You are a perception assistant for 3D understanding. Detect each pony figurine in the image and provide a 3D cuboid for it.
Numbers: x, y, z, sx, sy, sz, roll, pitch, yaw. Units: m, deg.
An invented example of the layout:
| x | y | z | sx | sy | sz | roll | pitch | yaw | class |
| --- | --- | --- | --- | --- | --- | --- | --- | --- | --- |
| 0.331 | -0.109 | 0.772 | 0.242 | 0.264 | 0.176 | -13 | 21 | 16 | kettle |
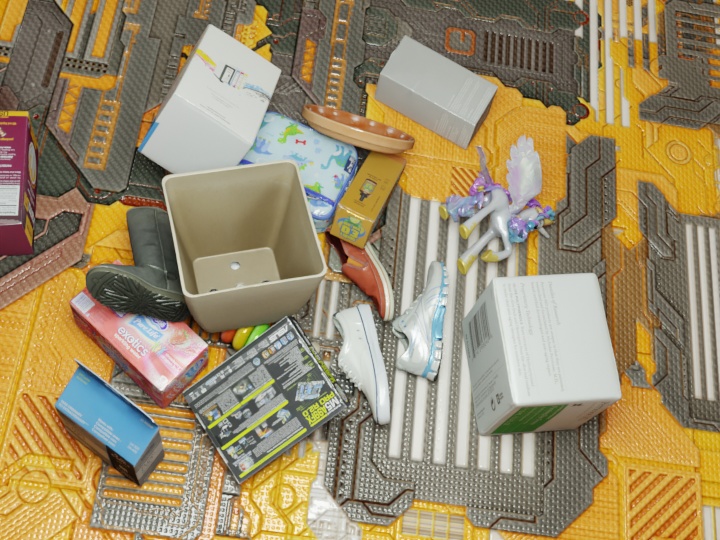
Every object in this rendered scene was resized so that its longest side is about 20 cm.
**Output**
| x | y | z | sx | sy | sz | roll | pitch | yaw | class |
| --- | --- | --- | --- | --- | --- | --- | --- | --- | --- |
| 0.233 | -0.112 | 1.596 | 0.198 | 0.166 | 0.195 | -27 | 104 | -23 | pony figurine |

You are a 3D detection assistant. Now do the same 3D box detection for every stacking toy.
| x | y | z | sx | sy | sz | roll | pitch | yaw | class |
| --- | --- | --- | --- | --- | --- | --- | --- | --- | --- |
| -0.163 | 0.103 | 1.450 | 0.198 | 0.086 | 0.086 | 31 | 65 | 3 | stacking toy |

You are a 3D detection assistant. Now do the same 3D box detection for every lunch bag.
| x | y | z | sx | sy | sz | roll | pitch | yaw | class |
| --- | --- | --- | --- | --- | --- | --- | --- | --- | --- |
| -0.111 | -0.164 | 1.587 | 0.198 | 0.083 | 0.162 | 26 | 67 | 4 | lunch bag |

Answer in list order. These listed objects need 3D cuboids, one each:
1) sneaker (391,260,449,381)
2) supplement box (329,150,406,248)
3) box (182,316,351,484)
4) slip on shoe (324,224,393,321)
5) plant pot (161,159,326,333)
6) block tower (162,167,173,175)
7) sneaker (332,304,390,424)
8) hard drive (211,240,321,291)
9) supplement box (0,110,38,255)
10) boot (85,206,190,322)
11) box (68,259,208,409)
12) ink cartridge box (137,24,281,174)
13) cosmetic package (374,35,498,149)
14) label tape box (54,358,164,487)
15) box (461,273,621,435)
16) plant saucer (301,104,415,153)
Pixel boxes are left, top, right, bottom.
| x | y | z | sx | sy | sz | roll | pitch | yaw | class |
| --- | --- | --- | --- | --- | --- | --- | --- | --- | --- |
| 0.095 | 0.073 | 1.519 | 0.085 | 0.075 | 0.203 | 9 | 64 | 1 | sneaker |
| 0.014 | -0.124 | 1.556 | 0.066 | 0.069 | 0.201 | 25 | 39 | 3 | supplement box |
| -0.138 | 0.189 | 1.386 | 0.199 | 0.044 | 0.161 | -36 | 84 | 5 | box |
| 0.000 | 0.000 | 1.535 | 0.060 | 0.074 | 0.202 | -20 | 65 | -16 | slip on shoe |
| -0.174 | -0.018 | 1.377 | 0.197 | 0.178 | 0.202 | -9 | 61 | -15 | plant pot |
| -0.286 | -0.144 | 1.564 | 0.057 | 0.054 | 0.202 | -17 | 70 | -15 | block tower |
| 0.001 | 0.150 | 1.476 | 0.070 | 0.073 | 0.202 | -12 | 59 | -4 | sneaker |
| -0.180 | -0.034 | 1.507 | 0.199 | 0.026 | 0.132 | -37 | 84 | -4 | hard drive |
| -0.562 | -0.138 | 1.485 | 0.084 | 0.111 | 0.203 | -2 | 67 | -10 | supplement box |
| -0.329 | -0.026 | 1.400 | 0.181 | 0.072 | 0.202 | 27 | 36 | -40 | boot |
| -0.333 | 0.096 | 1.425 | 0.199 | 0.095 | 0.103 | 41 | 66 | 10 | box |
| -0.241 | -0.261 | 1.526 | 0.144 | 0.147 | 0.202 | 31 | 44 | -17 | ink cartridge box |
| 0.134 | -0.321 | 1.694 | 0.198 | 0.090 | 0.107 | 30 | 65 | 8 | cosmetic package |
| -0.349 | 0.216 | 1.310 | 0.142 | 0.200 | 0.066 | 35 | 67 | 8 | label tape box |
| 0.270 | 0.132 | 1.448 | 0.169 | 0.199 | 0.203 | -3 | 68 | -11 | box |
| -0.005 | -0.237 | 1.595 | 0.198 | 0.201 | 0.033 | 17 | 106 | -1 | plant saucer |
